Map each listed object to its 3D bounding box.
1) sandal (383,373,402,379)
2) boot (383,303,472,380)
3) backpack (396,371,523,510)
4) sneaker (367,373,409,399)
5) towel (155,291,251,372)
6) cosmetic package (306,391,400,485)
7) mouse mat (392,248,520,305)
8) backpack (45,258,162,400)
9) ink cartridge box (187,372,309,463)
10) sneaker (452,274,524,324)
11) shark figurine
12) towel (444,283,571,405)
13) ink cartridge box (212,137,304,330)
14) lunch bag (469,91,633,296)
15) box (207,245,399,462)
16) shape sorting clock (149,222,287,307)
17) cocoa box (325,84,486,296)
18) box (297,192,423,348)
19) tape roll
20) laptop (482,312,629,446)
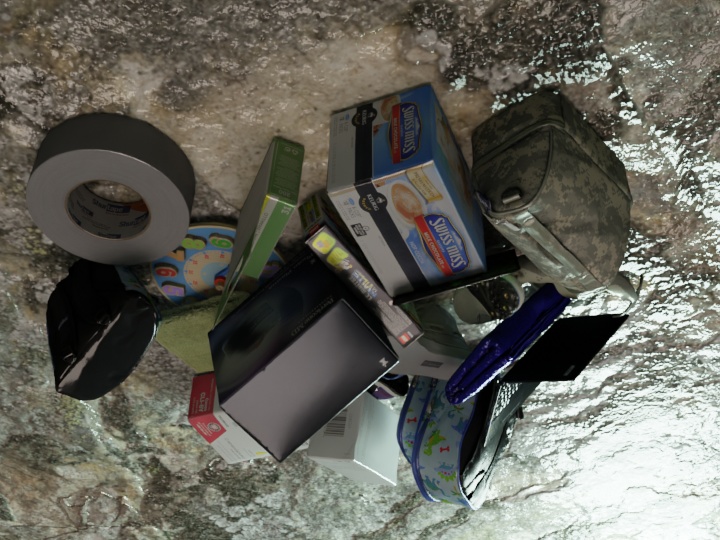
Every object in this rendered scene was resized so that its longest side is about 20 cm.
[{"bbox_3d":[0.018,0.086,1.434,0.079,0.088,0.200,-27,130,31],"label":"sandal"},{"bbox_3d":[0.071,0.090,1.406,0.199,0.096,0.074,19,128,-41],"label":"boot"},{"bbox_3d":[0.142,0.249,1.528,0.145,0.202,0.184,3,145,28],"label":"backpack"},{"bbox_3d":[-0.016,0.143,1.511,0.087,0.076,0.200,-20,135,30],"label":"sneaker"},{"bbox_3d":[-0.200,0.088,1.439,0.198,0.037,0.148,-15,140,29],"label":"towel"},{"bbox_3d":[-0.003,0.257,1.560,0.080,0.114,0.200,1,157,21],"label":"cosmetic package"},{"bbox_3d":[0.122,0.007,1.279,0.159,0.200,0.008,-17,95,8],"label":"mouse mat"},{"bbox_3d":[-0.342,0.061,1.334,0.164,0.200,0.153,-50,138,3],"label":"backpack"},{"bbox_3d":[-0.149,0.219,1.588,0.198,0.084,0.146,-14,136,17],"label":"ink cartridge box"},{"bbox_3d":[0.177,0.028,1.331,0.072,0.072,0.200,-29,179,-13],"label":"sneaker"},{"bbox_3d":[0.303,-0.008,1.310,0.212,0.091,0.128,15,165,-17],"label":"shark figurine"},{"bbox_3d":[0.206,0.099,1.374,0.050,0.199,0.148,44,136,13],"label":"towel"},{"bbox_3d":[-0.120,-0.040,1.207,0.047,0.202,0.146,18,136,-15],"label":"ink cartridge box"},{"bbox_3d":[0.222,-0.082,1.175,0.139,0.169,0.200,-29,130,30],"label":"lunch bag"},{"bbox_3d":[-0.079,0.095,1.277,0.200,0.199,0.123,-41,116,5],"label":"box"},{"bbox_3d":[-0.191,0.009,1.386,0.197,0.040,0.201,1,138,0],"label":"shape sorting clock"},{"bbox_3d":[0.059,-0.090,1.195,0.130,0.134,0.201,-14,136,18],"label":"cocoa box"},{"bbox_3d":[0.000,0.000,1.286,0.035,0.110,0.200,-38,115,10],"label":"box"},{"bbox_3d":[-0.307,-0.096,1.251,0.197,0.067,0.202,0,139,0],"label":"tape roll"},{"bbox_3d":[0.271,0.153,1.413,0.103,0.177,0.202,29,133,25],"label":"laptop"}]
